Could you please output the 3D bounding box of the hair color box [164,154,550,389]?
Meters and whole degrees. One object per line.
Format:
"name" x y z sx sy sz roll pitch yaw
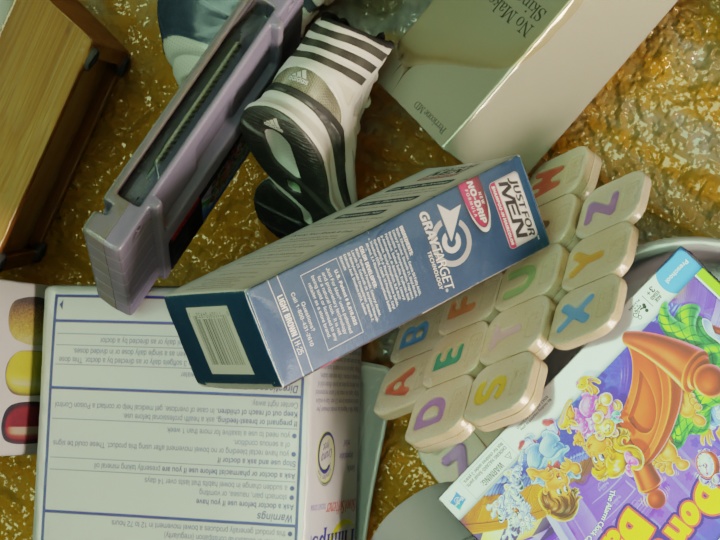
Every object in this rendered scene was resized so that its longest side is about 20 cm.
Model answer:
"hair color box" 0.000 0.000 1.032 0.100 0.200 0.061 -3 110 58

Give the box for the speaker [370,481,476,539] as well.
"speaker" 0.087 0.218 1.067 0.081 0.081 0.200 -47 54 10

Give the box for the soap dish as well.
"soap dish" -0.231 -0.089 1.207 0.081 0.157 0.200 25 94 1

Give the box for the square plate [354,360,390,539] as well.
"square plate" -0.082 0.148 1.201 0.198 0.028 0.200 8 89 18

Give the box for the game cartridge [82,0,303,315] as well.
"game cartridge" -0.094 -0.075 1.072 0.038 0.130 0.200 29 72 10

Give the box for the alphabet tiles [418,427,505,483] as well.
"alphabet tiles" 0.135 0.149 1.138 0.200 0.015 0.196 -42 75 11

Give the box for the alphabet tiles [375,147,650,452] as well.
"alphabet tiles" 0.086 0.015 1.081 0.195 0.015 0.200 -25 35 44

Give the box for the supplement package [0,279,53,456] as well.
"supplement package" -0.249 0.062 1.171 0.109 0.200 0.114 2 87 18

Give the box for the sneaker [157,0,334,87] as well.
"sneaker" -0.036 -0.171 1.190 0.200 0.081 0.147 -6 95 12

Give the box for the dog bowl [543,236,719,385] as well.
"dog bowl" 0.200 0.083 1.073 0.200 0.079 0.201 -2 85 17

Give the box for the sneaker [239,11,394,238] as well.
"sneaker" -0.011 -0.085 1.129 0.076 0.201 0.115 27 69 15

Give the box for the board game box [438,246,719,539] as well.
"board game box" 0.162 0.105 1.018 0.134 0.045 0.200 45 99 16

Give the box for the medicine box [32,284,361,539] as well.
"medicine box" -0.101 0.111 1.141 0.182 0.103 0.200 1 87 18

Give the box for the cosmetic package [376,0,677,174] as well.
"cosmetic package" 0.112 -0.158 1.118 0.200 0.073 0.104 -50 43 7
